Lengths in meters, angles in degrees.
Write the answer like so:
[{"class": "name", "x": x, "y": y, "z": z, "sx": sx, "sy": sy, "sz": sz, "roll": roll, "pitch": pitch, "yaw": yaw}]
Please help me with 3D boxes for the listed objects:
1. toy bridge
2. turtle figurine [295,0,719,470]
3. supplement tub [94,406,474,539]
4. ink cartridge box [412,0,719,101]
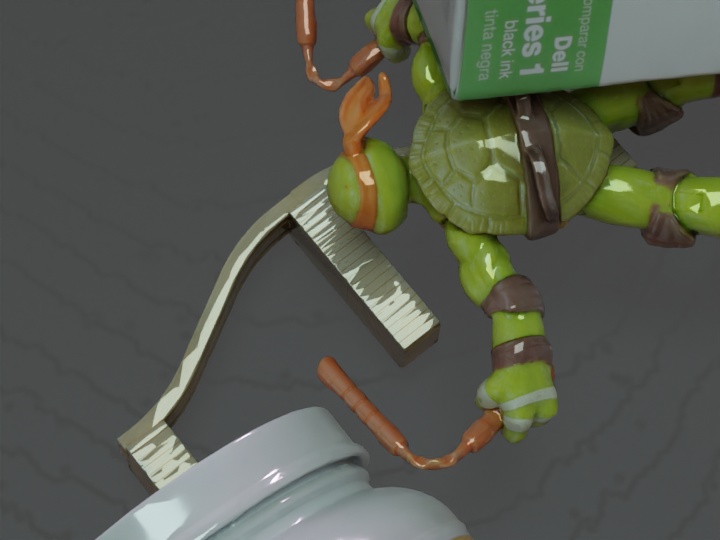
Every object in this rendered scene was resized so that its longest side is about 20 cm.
[{"class": "toy bridge", "x": 0.000, "y": 0.000, "z": 0.773, "sx": 0.200, "sy": 0.027, "sz": 0.067, "roll": -38, "pitch": 77, "yaw": -11}, {"class": "turtle figurine", "x": 0.055, "y": -0.043, "z": 0.737, "sx": 0.161, "sy": 0.064, "sz": 0.200, "roll": -9, "pitch": 63, "yaw": -10}, {"class": "supplement tub", "x": 0.002, "y": 0.154, "z": 0.668, "sx": 0.145, "sy": 0.145, "sz": 0.200, "roll": -37, "pitch": 77, "yaw": -10}, {"class": "ink cartridge box", "x": 0.111, "y": -0.134, "z": 0.734, "sx": 0.199, "sy": 0.084, "sz": 0.146, "roll": -6, "pitch": 41, "yaw": -10}]
